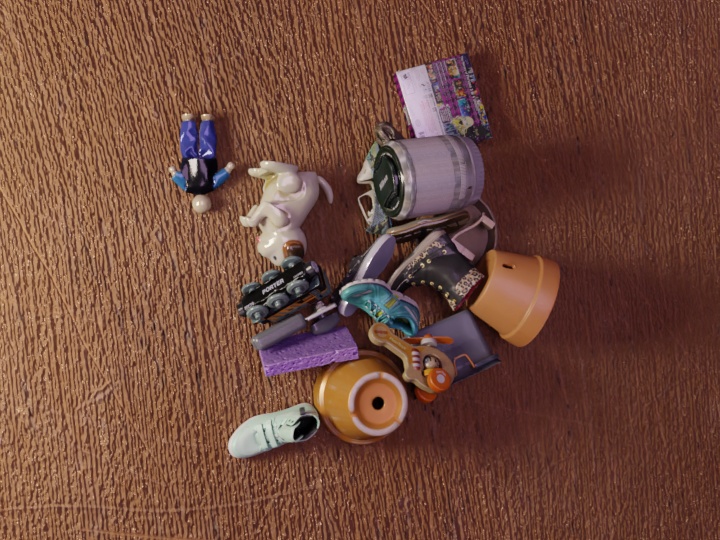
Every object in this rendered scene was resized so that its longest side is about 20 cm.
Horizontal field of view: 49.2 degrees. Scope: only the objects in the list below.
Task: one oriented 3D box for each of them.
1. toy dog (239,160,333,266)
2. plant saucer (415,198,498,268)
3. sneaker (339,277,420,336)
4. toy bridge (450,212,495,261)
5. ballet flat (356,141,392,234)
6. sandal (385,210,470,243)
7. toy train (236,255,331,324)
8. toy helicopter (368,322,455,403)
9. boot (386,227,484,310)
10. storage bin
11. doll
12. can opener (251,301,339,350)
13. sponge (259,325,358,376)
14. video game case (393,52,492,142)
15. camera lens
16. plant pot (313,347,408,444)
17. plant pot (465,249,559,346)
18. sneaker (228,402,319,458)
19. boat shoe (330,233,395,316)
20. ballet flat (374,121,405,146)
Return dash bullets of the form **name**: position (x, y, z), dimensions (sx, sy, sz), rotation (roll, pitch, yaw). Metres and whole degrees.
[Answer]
- **toy dog**: position (-0.159, -0.110, 1.639), dimensions (0.192, 0.139, 0.203), rotation (7, 87, -32)
- **plant saucer**: position (0.213, -0.082, 1.765), dimensions (0.197, 0.029, 0.203), rotation (1, 87, -12)
- **sneaker**: position (0.046, 0.076, 1.624), dimensions (0.198, 0.077, 0.080), rotation (23, 46, -26)
- **toy bridge**: position (0.222, -0.045, 1.736), dimensions (0.067, 0.027, 0.201), rotation (34, 81, -8)
- **ballet flat**: position (0.025, -0.178, 1.707), dimensions (0.073, 0.074, 0.203), rotation (-7, 87, -13)
- **sandal**: position (0.144, -0.106, 1.706), dimensions (0.197, 0.081, 0.055), rotation (-12, 68, -9)
- **toy train**: position (-0.154, 0.048, 1.605), dimensions (0.199, 0.114, 0.086), rotation (-31, 55, 18)
- **toy helicopter**: position (0.107, 0.164, 1.593), dimensions (0.199, 0.079, 0.133), rotation (34, 54, -2)
- **boot**: position (0.155, 0.028, 1.680), dimensions (0.151, 0.073, 0.200), rotation (44, 100, 14)
- **storage bin**: position (0.185, 0.176, 1.697), dimensions (0.198, 0.146, 0.136), rotation (-22, 82, -13)
- **doll**: position (-0.329, -0.221, 1.635), dimensions (0.134, 0.048, 0.203), rotation (0, 87, -12)
- **can opener**: position (-0.129, 0.119, 1.629), dimensions (0.198, 0.053, 0.067), rotation (-23, 92, -23)
- **sponge**: position (-0.111, 0.165, 1.635), dimensions (0.197, 0.112, 0.030), rotation (-10, 114, -13)
- **video game case**: position (0.186, -0.369, 1.768), dimensions (0.179, 0.036, 0.203), rotation (-18, 91, -12)
- **camera lens**: position (0.135, -0.194, 1.626), dimensions (0.197, 0.160, 0.162), rotation (-10, 90, -22)
- **plant pot**: position (0.015, 0.266, 1.621), dimensions (0.197, 0.183, 0.203), rotation (1, 87, -13)
- **plant pot**: position (0.319, 0.046, 1.697), dimensions (0.138, 0.200, 0.202), rotation (23, 82, -9)
- **sneaker**: position (-0.176, 0.331, 1.608), dimensions (0.198, 0.118, 0.075), rotation (-23, 94, -12)
- **boat shoe**: position (0.000, 0.000, 1.676), dimensions (0.066, 0.070, 0.202), rotation (37, 104, 30)
- **ballet flat**: position (0.103, -0.246, 1.706), dimensions (0.067, 0.047, 0.200), rotation (-38, 122, 16)
